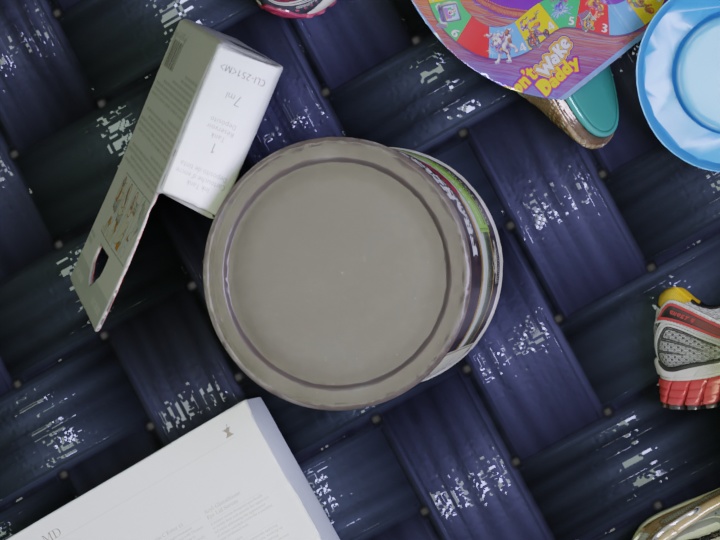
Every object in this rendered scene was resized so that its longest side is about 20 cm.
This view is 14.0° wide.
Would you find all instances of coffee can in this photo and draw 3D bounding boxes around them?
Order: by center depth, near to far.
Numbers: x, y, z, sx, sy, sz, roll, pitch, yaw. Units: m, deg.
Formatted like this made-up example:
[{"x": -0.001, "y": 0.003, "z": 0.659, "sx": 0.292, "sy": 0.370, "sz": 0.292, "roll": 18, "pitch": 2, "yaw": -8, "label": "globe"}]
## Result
[{"x": 0.000, "y": 0.000, "z": 1.661, "sx": 0.146, "sy": 0.200, "sz": 0.147, "roll": 0, "pitch": 91, "yaw": 8, "label": "coffee can"}]

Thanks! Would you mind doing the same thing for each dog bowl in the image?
[{"x": 0.259, "y": -0.117, "z": 1.687, "sx": 0.199, "sy": 0.050, "sz": 0.112, "roll": -5, "pitch": 95, "yaw": 6, "label": "dog bowl"}]

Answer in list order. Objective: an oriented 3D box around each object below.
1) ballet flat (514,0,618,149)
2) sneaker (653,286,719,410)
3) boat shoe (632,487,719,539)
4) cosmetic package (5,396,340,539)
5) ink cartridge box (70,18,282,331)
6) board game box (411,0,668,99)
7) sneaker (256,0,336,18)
[{"x": 0.093, "y": -0.160, "z": 1.726, "sx": 0.065, "sy": 0.070, "sz": 0.201, "roll": -22, "pitch": 83, "yaw": 37, "label": "ballet flat"}, {"x": 0.263, "y": 0.024, "z": 1.680, "sx": 0.199, "sy": 0.078, "sz": 0.083, "roll": -12, "pitch": 87, "yaw": 10, "label": "sneaker"}, {"x": 0.248, "y": 0.140, "z": 1.682, "sx": 0.199, "sy": 0.076, "sz": 0.072, "roll": -28, "pitch": 84, "yaw": 8, "label": "boat shoe"}, {"x": -0.112, "y": 0.190, "z": 1.759, "sx": 0.200, "sy": 0.052, "sz": 0.151, "roll": -30, "pitch": 87, "yaw": 9, "label": "cosmetic package"}, {"x": -0.109, "y": -0.053, "z": 1.684, "sx": 0.043, "sy": 0.200, "sz": 0.174, "roll": 21, "pitch": 94, "yaw": -12, "label": "ink cartridge box"}, {"x": 0.118, "y": -0.198, "z": 1.677, "sx": 0.200, "sy": 0.039, "sz": 0.158, "roll": -38, "pitch": 93, "yaw": -20, "label": "board game box"}, {"x": -0.027, "y": -0.249, "z": 1.733, "sx": 0.080, "sy": 0.075, "sz": 0.201, "roll": 14, "pitch": 93, "yaw": 10, "label": "sneaker"}]
